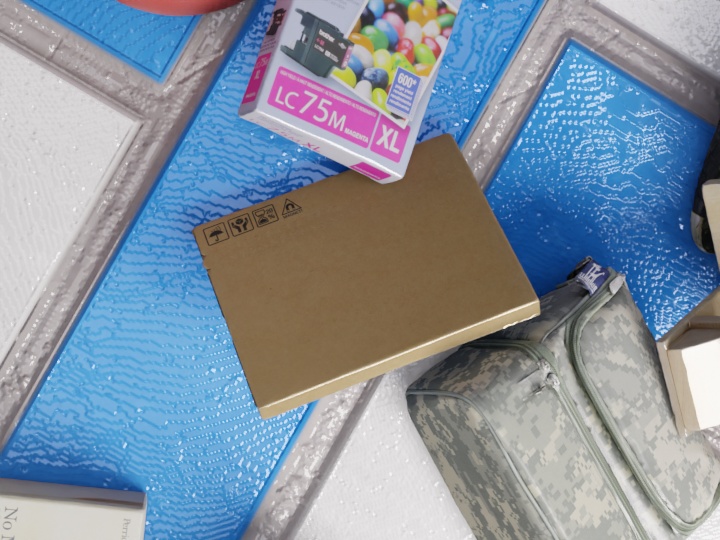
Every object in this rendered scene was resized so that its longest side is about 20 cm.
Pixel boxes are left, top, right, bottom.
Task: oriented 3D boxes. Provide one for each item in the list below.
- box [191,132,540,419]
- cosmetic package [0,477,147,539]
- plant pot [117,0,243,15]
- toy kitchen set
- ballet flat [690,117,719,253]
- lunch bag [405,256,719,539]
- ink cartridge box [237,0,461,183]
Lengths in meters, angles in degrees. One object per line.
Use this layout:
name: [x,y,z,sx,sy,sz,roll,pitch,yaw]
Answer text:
box: [0.000,0.000,1.032,0.199,0.021,0.164,-20,54,-5]
cosmetic package: [-0.249,0.196,1.033,0.198,0.071,0.106,5,91,-6]
plant pot: [-0.120,-0.275,0.983,0.199,0.177,0.202,0,91,-7]
toy kitchen set: [0.313,0.037,0.991,0.163,0.180,0.201,-32,113,-41]
ballet flat: [0.283,-0.109,1.103,0.066,0.057,0.201,15,95,-34]
lunch bag: [0.150,0.114,1.048,0.167,0.139,0.201,-33,97,-22]
ink cartridge box: [0.004,-0.176,1.040,0.119,0.042,0.201,23,77,-23]
